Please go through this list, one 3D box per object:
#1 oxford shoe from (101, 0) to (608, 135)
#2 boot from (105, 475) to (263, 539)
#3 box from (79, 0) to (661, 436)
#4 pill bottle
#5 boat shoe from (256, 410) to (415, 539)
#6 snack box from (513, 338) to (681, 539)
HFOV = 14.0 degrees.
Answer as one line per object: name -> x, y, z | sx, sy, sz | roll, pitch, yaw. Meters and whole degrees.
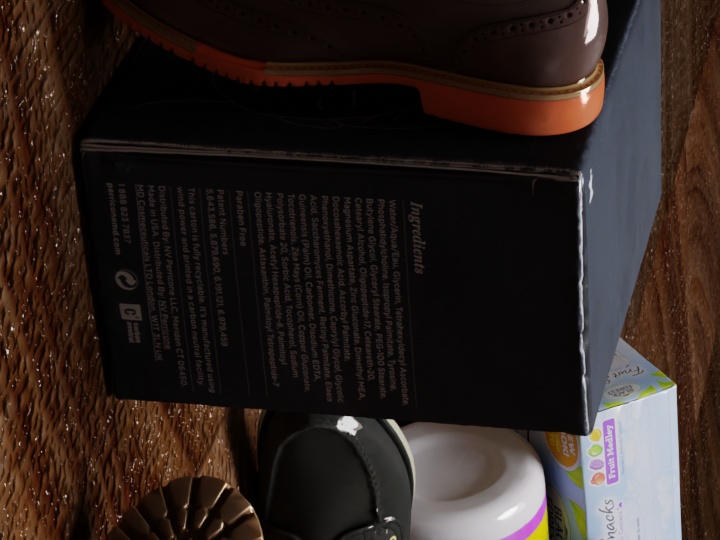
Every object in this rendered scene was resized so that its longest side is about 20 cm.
oxford shoe -> -0.002, -0.109, 1.100 | 0.071, 0.199, 0.073 | -64, 162, -55
boot -> -0.077, 0.181, 1.144 | 0.107, 0.075, 0.201 | 48, 54, -75
box -> 0.013, -0.041, 1.192 | 0.200, 0.195, 0.125 | -65, 154, -56
pill bottle -> 0.054, 0.187, 1.593 | 0.104, 0.104, 0.201 | -67, 155, -55
boat shoe -> -0.011, 0.132, 1.381 | 0.063, 0.073, 0.202 | -85, 173, -46
snack box -> 0.103, 0.100, 1.640 | 0.200, 0.067, 0.170 | 40, -38, 54
